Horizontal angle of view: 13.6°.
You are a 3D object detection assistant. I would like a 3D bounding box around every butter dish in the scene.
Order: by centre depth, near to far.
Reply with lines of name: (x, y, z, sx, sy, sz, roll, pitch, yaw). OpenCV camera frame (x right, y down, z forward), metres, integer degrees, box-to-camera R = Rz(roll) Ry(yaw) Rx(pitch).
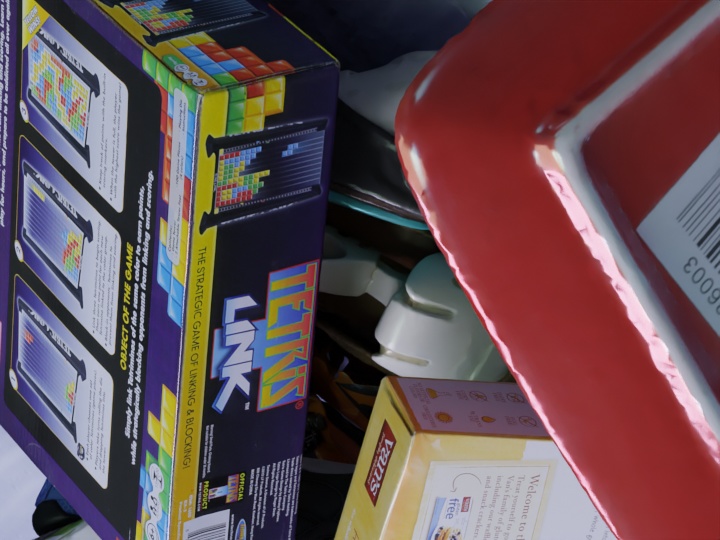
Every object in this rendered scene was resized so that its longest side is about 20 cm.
butter dish: (0.093, -0.032, 0.928, 0.148, 0.199, 0.200, 14, 141, 59)

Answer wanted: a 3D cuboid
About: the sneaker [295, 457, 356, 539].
sneaker: (0.018, 0.108, 1.068, 0.199, 0.099, 0.071, -3, 112, 20)

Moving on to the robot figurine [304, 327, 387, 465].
robot figurine: (0.008, 0.075, 1.155, 0.200, 0.058, 0.145, 35, 135, 2)

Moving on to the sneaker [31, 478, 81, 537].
sneaker: (-0.060, 0.147, 1.250, 0.200, 0.089, 0.079, 43, 141, -6)

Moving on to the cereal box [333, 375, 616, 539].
cereal box: (0.086, 0.108, 1.030, 0.199, 0.040, 0.144, 4, 121, -22)

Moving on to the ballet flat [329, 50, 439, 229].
ballet flat: (0.041, -0.033, 1.028, 0.199, 0.068, 0.069, 27, 98, 2)

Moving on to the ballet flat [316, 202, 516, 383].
ballet flat: (0.000, 0.000, 1.072, 0.199, 0.072, 0.068, 30, 106, 10)

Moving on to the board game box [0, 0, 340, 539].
board game box: (-0.079, -0.015, 1.017, 0.165, 0.056, 0.201, 44, 138, 43)

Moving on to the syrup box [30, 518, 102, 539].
syrup box: (-0.124, 0.151, 1.136, 0.082, 0.079, 0.200, 57, 166, -2)
